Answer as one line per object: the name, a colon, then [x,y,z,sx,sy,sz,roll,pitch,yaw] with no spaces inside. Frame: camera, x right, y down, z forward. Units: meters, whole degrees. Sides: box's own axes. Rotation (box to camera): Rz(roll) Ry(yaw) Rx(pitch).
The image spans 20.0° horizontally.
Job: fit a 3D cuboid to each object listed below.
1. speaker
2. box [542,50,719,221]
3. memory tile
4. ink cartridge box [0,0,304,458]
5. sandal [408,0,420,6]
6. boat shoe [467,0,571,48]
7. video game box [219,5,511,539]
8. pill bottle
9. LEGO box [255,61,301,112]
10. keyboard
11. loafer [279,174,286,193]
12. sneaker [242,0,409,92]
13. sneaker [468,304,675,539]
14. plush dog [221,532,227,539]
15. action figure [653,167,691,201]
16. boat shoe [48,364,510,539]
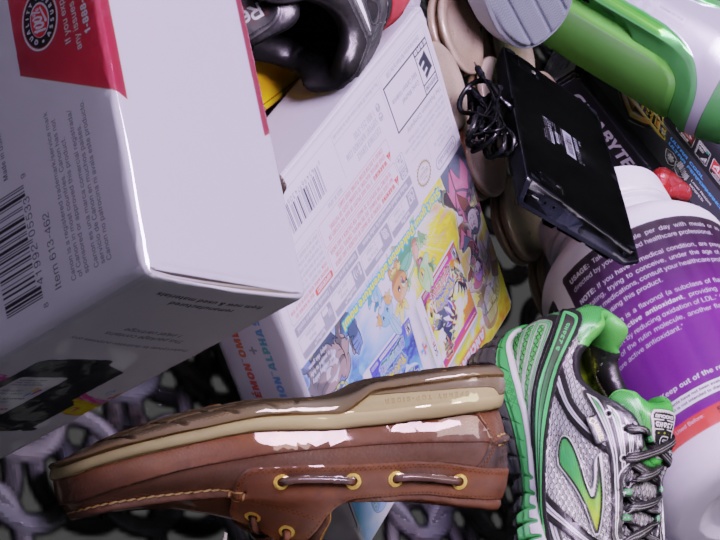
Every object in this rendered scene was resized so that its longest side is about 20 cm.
speaker: [0.149,-0.158,1.219,0.199,0.089,0.088,33,36,12]
box: [0.210,-0.098,1.347,0.200,0.050,0.199,49,41,-15]
memory tile: [0.086,-0.078,1.173,0.201,0.017,0.154,57,33,-31]
ink cartridge box: [-0.131,-0.023,0.783,0.082,0.199,0.147,10,60,-48]
sandal: [-0.003,-0.117,1.102,0.079,0.059,0.209,44,46,-59]
boat shoe: [0.063,-0.203,1.105,0.062,0.072,0.201,39,-15,41]
video game box: [0.000,0.000,0.984,0.200,0.046,0.183,-54,132,-47]
pill bottle: [0.168,0.042,1.091,0.112,0.112,0.201,16,40,-43]
LEGO box: [-0.109,-0.153,0.987,0.201,0.077,0.149,56,37,-6]
keyboard: [0.089,-0.061,1.079,0.104,0.040,0.200,35,20,-14]
loafer: [-0.097,-0.055,0.877,0.200,0.071,0.073,41,-16,37]
sneaker: [-0.062,-0.152,0.917,0.200,0.071,0.099,36,48,-25]
sneaker: [0.118,0.105,0.987,0.078,0.085,0.201,19,45,-51]
plush dog: [0.013,0.193,0.815,0.170,0.161,0.202,8,57,-18]
action figure: [0.171,0.036,1.202,0.052,0.065,0.201,43,41,-37]
boat shoe: [-0.031,0.087,0.866,0.072,0.198,0.068,162,-81,-84]
